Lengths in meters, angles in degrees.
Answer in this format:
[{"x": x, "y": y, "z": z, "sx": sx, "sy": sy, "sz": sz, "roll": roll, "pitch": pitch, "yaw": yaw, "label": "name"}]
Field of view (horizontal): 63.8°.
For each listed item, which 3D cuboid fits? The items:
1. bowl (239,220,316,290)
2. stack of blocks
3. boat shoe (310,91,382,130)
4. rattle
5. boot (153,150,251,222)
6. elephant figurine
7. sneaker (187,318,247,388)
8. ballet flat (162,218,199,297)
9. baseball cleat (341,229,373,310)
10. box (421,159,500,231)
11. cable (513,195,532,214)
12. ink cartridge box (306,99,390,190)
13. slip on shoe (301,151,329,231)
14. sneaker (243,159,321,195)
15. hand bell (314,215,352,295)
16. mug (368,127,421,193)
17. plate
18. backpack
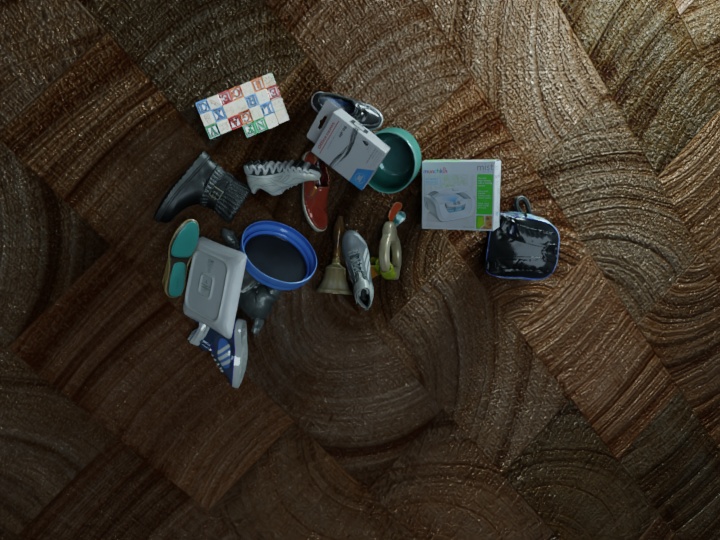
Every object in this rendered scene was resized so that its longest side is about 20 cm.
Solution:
[{"x": -0.203, "y": -0.036, "z": 1.423, "sx": 0.196, "sy": 0.204, "sz": 0.040, "roll": 17, "pitch": 132, "yaw": -20, "label": "bowl"}, {"x": -0.284, "y": -0.380, "z": 1.389, "sx": 0.196, "sy": 0.058, "sz": 0.118, "roll": -25, "pitch": 107, "yaw": -12, "label": "stack of blocks"}, {"x": -0.028, "y": -0.406, "z": 1.464, "sx": 0.196, "sy": 0.066, "sz": 0.072, "roll": 18, "pitch": 95, "yaw": -20, "label": "boat shoe"}, {"x": 0.047, "y": -0.075, "z": 1.573, "sx": 0.129, "sy": 0.140, "sz": 0.206, "roll": 2, "pitch": 85, "yaw": -50, "label": "rattle"}, {"x": -0.378, "y": -0.161, "z": 1.390, "sx": 0.157, "sy": 0.079, "sz": 0.212, "roll": 42, "pitch": 86, "yaw": -20, "label": "boot"}, {"x": -0.296, "y": 0.022, "z": 1.433, "sx": 0.198, "sy": 0.156, "sz": 0.142, "roll": 32, "pitch": 112, "yaw": -16, "label": "elephant figurine"}, {"x": -0.367, "y": 0.200, "z": 1.477, "sx": 0.142, "sy": 0.081, "sz": 0.205, "roll": 8, "pitch": 115, "yaw": 2, "label": "sneaker"}, {"x": -0.441, "y": -0.036, "z": 1.391, "sx": 0.068, "sy": 0.063, "sz": 0.204, "roll": 7, "pitch": 109, "yaw": -43, "label": "ballet flat"}, {"x": 0.000, "y": 0.000, "z": 1.469, "sx": 0.068, "sy": 0.107, "sz": 0.205, "roll": -17, "pitch": 105, "yaw": 2, "label": "baseball cleat"}, {"x": 0.268, "y": -0.202, "z": 1.535, "sx": 0.195, "sy": 0.096, "sz": 0.182, "roll": 5, "pitch": 103, "yaw": 22, "label": "box"}, {"x": 0.511, "y": -0.125, "z": 1.702, "sx": 0.095, "sy": 0.050, "sz": 0.205, "roll": -18, "pitch": 106, "yaw": -9, "label": "cable"}, {"x": -0.039, "y": -0.306, "z": 1.408, "sx": 0.198, "sy": 0.067, "sz": 0.117, "roll": 36, "pitch": 117, "yaw": -1, "label": "ink cartridge box"}, {"x": -0.109, "y": -0.199, "z": 1.471, "sx": 0.073, "sy": 0.060, "sz": 0.206, "roll": -15, "pitch": 106, "yaw": -46, "label": "slip on shoe"}, {"x": -0.189, "y": -0.228, "z": 1.424, "sx": 0.194, "sy": 0.075, "sz": 0.083, "roll": 3, "pitch": 111, "yaw": 11, "label": "sneaker"}, {"x": -0.063, "y": -0.041, "z": 1.525, "sx": 0.101, "sy": 0.104, "sz": 0.206, "roll": 5, "pitch": 88, "yaw": -19, "label": "hand bell"}, {"x": 0.073, "y": -0.300, "z": 1.480, "sx": 0.150, "sy": 0.114, "sz": 0.188, "roll": -25, "pitch": 100, "yaw": 24, "label": "mug"}, {"x": -0.358, "y": 0.036, "z": 1.379, "sx": 0.032, "sy": 0.197, "sz": 0.205, "roll": 5, "pitch": 101, "yaw": -50, "label": "plate"}, {"x": 0.450, "y": -0.071, "z": 1.625, "sx": 0.194, "sy": 0.147, "sz": 0.188, "roll": 8, "pitch": 100, "yaw": 8, "label": "backpack"}]
